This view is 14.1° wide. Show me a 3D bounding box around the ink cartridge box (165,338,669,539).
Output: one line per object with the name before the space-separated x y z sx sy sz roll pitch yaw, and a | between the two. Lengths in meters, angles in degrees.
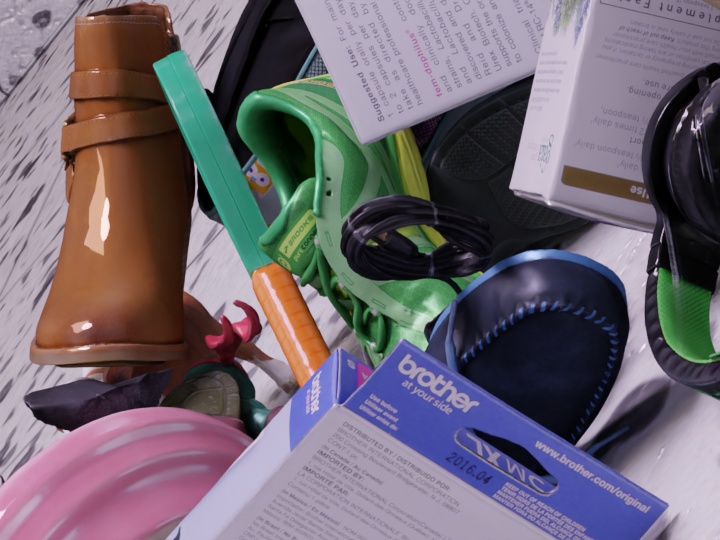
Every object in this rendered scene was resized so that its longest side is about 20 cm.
ink cartridge box | -0.001 0.109 1.003 0.200 0.119 0.042 -48 21 27

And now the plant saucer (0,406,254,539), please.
plant saucer | -0.083 0.154 1.109 0.051 0.201 0.201 21 73 40

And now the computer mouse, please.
computer mouse | 0.036 0.005 1.076 0.058 0.200 0.034 -23 65 10

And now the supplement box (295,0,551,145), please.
supplement box | 0.079 -0.140 1.205 0.200 0.104 0.101 -23 7 29

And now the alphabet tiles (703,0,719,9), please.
alphabet tiles | 0.162 -0.157 0.986 0.200 0.166 0.006 -48 -22 -28

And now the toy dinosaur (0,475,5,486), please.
toy dinosaur | -0.148 0.178 1.445 0.200 0.102 0.136 -29 36 12

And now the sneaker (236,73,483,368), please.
sneaker | 0.000 0.000 1.228 0.074 0.083 0.200 -59 45 38

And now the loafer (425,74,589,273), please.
loafer | 0.065 -0.043 1.280 0.200 0.072 0.063 -44 10 45

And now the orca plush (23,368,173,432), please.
orca plush | -0.118 0.124 1.161 0.105 0.071 0.200 -45 -38 -38

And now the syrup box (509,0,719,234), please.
syrup box | 0.119 -0.113 1.074 0.079 0.081 0.201 -151 72 -83

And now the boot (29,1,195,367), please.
boot | -0.115 -0.041 1.350 0.200 0.073 0.155 -94 4 -77

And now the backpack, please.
backpack | 0.009 -0.094 1.408 0.200 0.153 0.176 -52 18 20

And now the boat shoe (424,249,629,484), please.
boat shoe | 0.045 0.076 1.065 0.200 0.084 0.069 115 171 -45

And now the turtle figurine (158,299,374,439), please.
turtle figurine | -0.058 0.101 1.301 0.150 0.101 0.200 -48 21 37

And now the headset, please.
headset | 0.137 -0.055 0.980 0.123 0.094 0.200 -29 40 56

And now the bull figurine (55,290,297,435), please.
bull figurine | -0.090 0.061 1.442 0.065 0.121 0.200 -51 13 16

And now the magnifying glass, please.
magnifying glass | -0.047 -0.014 1.286 0.022 0.200 0.080 -23 -29 -3
